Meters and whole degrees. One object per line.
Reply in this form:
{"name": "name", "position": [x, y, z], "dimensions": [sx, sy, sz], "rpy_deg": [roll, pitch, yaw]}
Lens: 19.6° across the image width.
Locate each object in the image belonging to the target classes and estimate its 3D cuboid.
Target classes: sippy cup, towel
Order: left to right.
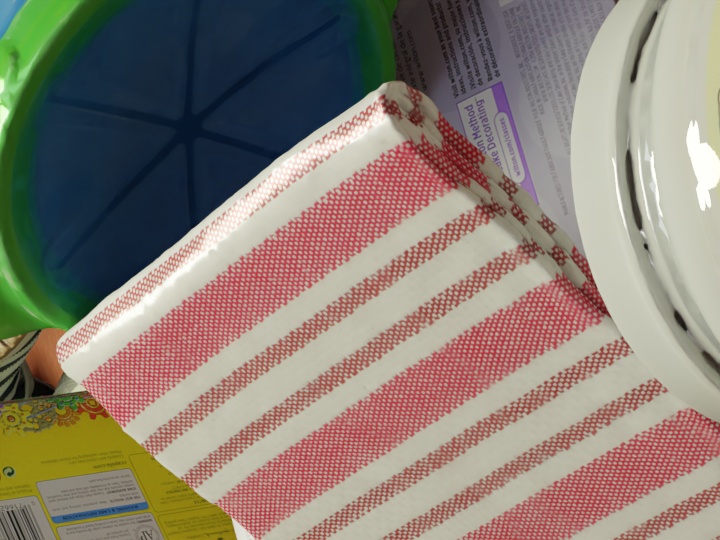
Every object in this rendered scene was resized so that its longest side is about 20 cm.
{"name": "sippy cup", "position": [-0.079, -0.067, 0.630], "dimensions": [0.130, 0.177, 0.141], "rpy_deg": [40, 134, 41]}
{"name": "towel", "position": [0.028, 0.047, 0.583], "dimensions": [0.146, 0.200, 0.030], "rpy_deg": [-35, 23, 35]}

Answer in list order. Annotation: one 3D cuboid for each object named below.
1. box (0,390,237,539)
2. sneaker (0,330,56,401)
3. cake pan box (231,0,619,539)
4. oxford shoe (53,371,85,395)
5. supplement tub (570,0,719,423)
{"name": "box", "position": [-0.126, 0.155, 0.814], "dimensions": [0.122, 0.199, 0.193], "rpy_deg": [59, 138, 32]}
{"name": "sneaker", "position": [-0.154, 0.023, 0.869], "dimensions": [0.070, 0.108, 0.200], "rpy_deg": [46, 118, 14]}
{"name": "cake pan box", "position": [0.021, -0.018, 0.658], "dimensions": [0.183, 0.052, 0.201], "rpy_deg": [-25, 72, 26]}
{"name": "oxford shoe", "position": [-0.090, 0.034, 0.865], "dimensions": [0.058, 0.075, 0.201], "rpy_deg": [61, 138, 47]}
{"name": "supplement tub", "position": [0.154, -0.034, 0.440], "dimensions": [0.199, 0.144, 0.146], "rpy_deg": [-14, 82, 55]}
